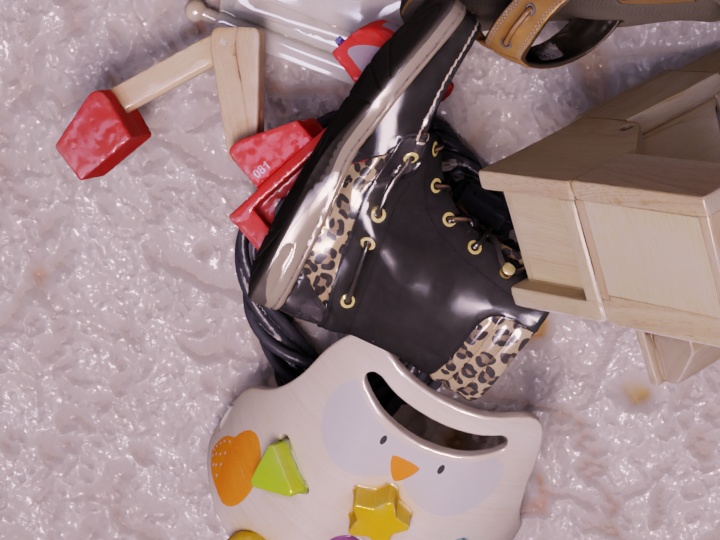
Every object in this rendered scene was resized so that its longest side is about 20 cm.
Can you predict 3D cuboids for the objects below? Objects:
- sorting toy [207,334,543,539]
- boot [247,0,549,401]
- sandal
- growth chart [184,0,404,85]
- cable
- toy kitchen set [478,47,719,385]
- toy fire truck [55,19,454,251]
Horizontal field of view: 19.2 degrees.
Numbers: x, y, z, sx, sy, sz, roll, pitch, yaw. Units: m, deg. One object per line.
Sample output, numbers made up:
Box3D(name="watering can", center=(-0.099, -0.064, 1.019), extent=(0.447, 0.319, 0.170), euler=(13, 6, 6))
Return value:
Box3D(name="sorting toy", center=(0.017, 0.120, 1.271), extent=(0.199, 0.107, 0.180), euler=(27, 128, -5))
Box3D(name="boot", center=(0.046, -0.034, 1.167), extent=(0.150, 0.073, 0.200), euler=(30, 101, -11))
Box3D(name="sandal", center=(0.110, -0.138, 1.166), extent=(0.199, 0.082, 0.055), euler=(2, 77, 24))
Box3D(name="growth chart", center=(-0.012, -0.203, 1.221), extent=(0.144, 0.018, 0.201), euler=(29, 115, 1))
Box3D(name="cable", center=(0.000, 0.000, 1.284), extent=(0.163, 0.051, 0.200), euler=(40, 115, -5))
Box3D(name="toy kitchen set", center=(0.206, -0.010, 1.117), extent=(0.180, 0.199, 0.164), euler=(11, 124, 56))
Box3D(name="toy fire truck", center=(-0.061, -0.090, 1.231), extent=(0.200, 0.049, 0.141), euler=(-41, 87, 11))
